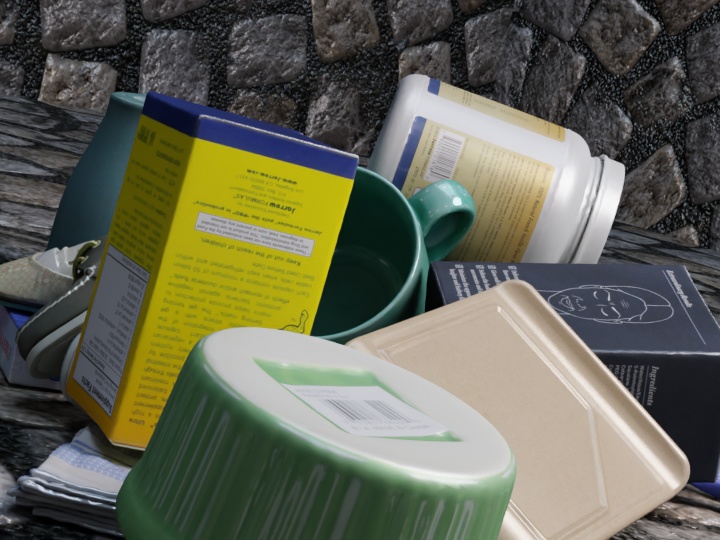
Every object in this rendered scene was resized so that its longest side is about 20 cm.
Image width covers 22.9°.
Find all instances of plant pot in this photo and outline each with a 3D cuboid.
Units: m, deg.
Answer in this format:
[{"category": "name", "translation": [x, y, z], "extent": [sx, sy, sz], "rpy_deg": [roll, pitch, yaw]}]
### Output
[{"category": "plant pot", "translation": [-0.173, -0.054, 1.566], "extent": [0.199, 0.189, 0.200], "rpy_deg": [12, 8, -2]}]

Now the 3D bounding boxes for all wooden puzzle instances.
[{"category": "wooden puzzle", "translation": [0.095, 0.099, 1.119], "extent": [0.185, 0.037, 0.200], "rpy_deg": [49, 39, 17]}]

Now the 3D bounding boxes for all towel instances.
[{"category": "towel", "translation": [-0.109, 0.123, 1.041], "extent": [0.146, 0.024, 0.200], "rpy_deg": [15, 8, 4]}]

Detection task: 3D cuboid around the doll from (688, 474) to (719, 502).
[{"category": "doll", "translation": [0.189, 0.135, 1.347], "extent": [0.199, 0.049, 0.136], "rpy_deg": [13, 13, 0]}]

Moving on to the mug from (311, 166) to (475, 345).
[{"category": "mug", "translation": [-0.006, 0.009, 1.376], "extent": [0.184, 0.153, 0.114], "rpy_deg": [3, -25, 11]}]

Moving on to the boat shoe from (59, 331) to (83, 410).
[{"category": "boat shoe", "translation": [-0.108, 0.076, 1.197], "extent": [0.202, 0.075, 0.065], "rpy_deg": [15, 0, -42]}]

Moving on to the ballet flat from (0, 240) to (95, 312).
[{"category": "ballet flat", "translation": [-0.174, 0.007, 1.290], "extent": [0.199, 0.063, 0.067], "rpy_deg": [11, 11, -11]}]

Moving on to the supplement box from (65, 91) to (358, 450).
[{"category": "supplement box", "translation": [-0.093, 0.005, 1.087], "extent": [0.109, 0.201, 0.109], "rpy_deg": [13, 7, -26]}]

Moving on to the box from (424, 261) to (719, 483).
[{"category": "box", "translation": [0.152, 0.071, 1.287], "extent": [0.199, 0.107, 0.149], "rpy_deg": [1, 25, -6]}]

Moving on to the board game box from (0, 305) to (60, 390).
[{"category": "board game box", "translation": [-0.178, 0.053, 1.339], "extent": [0.199, 0.041, 0.200], "rpy_deg": [10, 9, -22]}]

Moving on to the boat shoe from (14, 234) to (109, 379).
[{"category": "boat shoe", "translation": [-0.161, 0.004, 1.222], "extent": [0.201, 0.072, 0.060], "rpy_deg": [-35, 74, -33]}]

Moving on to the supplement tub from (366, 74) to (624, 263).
[{"category": "supplement tub", "translation": [0.105, -0.066, 1.479], "extent": [0.199, 0.145, 0.144], "rpy_deg": [21, 8, -2]}]

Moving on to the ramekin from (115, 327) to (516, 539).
[{"category": "ramekin", "translation": [-0.017, 0.108, 0.914], "extent": [0.199, 0.098, 0.200], "rpy_deg": [20, 13, -5]}]
